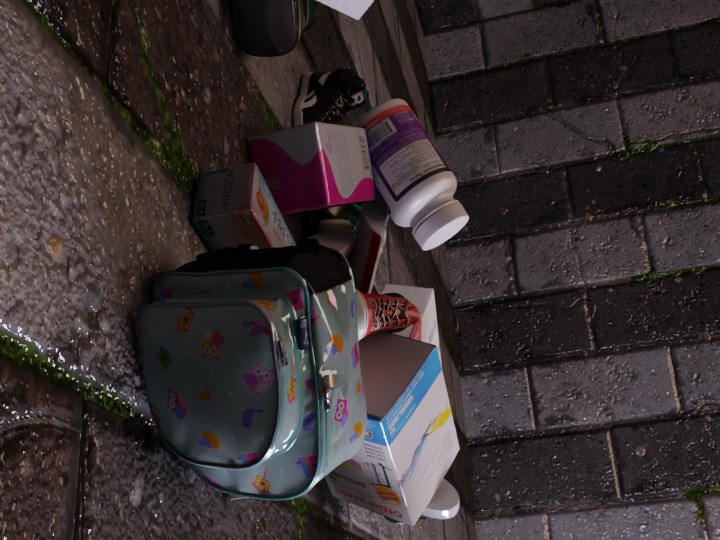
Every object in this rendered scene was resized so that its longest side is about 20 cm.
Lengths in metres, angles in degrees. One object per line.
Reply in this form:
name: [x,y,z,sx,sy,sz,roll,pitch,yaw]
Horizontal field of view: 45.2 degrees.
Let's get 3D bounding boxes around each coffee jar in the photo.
coffee jar: [-0.110,-0.350,1.141,0.201,0.083,0.107,-76,166,-63]

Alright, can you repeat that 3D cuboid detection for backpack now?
backpack: [-0.087,0.092,0.729,0.153,0.172,0.205,-37,119,-58]

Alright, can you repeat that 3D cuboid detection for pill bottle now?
pill bottle: [0.071,-0.136,1.254,0.202,0.110,0.111,59,7,14]

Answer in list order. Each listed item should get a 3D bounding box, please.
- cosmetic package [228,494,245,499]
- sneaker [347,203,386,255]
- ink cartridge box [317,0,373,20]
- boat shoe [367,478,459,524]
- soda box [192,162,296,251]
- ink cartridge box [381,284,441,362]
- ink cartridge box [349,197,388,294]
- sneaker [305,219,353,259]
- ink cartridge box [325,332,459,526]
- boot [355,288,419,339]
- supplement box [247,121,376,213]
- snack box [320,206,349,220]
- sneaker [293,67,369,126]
cosmetic package: [-0.094,0.115,0.875,0.103,0.085,0.205,12,68,-79]
sneaker: [0.001,-0.082,1.392,0.079,0.076,0.205,5,102,-60]
ink cartridge box: [-0.099,-0.413,1.078,0.198,0.044,0.200,13,37,-48]
boat shoe: [0.055,0.325,1.227,0.071,0.196,0.069,-32,122,-49]
soda box: [-0.112,-0.023,0.935,0.202,0.067,0.065,68,17,-51]
ink cartridge box: [0.065,0.146,1.307,0.147,0.083,0.203,-62,149,-46]
ink cartridge box: [0.000,0.000,1.266,0.201,0.056,0.166,-65,170,-60]
sneaker: [-0.043,-0.014,1.286,0.200,0.073,0.091,-64,155,-72]
ink cartridge box: [0.027,0.205,1.155,0.145,0.145,0.203,-48,135,-37]
boot: [0.020,0.051,1.062,0.200,0.141,0.074,175,-85,-75]
supplement box: [-0.058,-0.133,1.144,0.200,0.101,0.104,-19,100,-72]
snack box: [-0.025,-0.140,1.392,0.118,0.037,0.200,-63,163,-5]
sneaker: [-0.041,-0.254,1.350,0.074,0.109,0.203,68,18,-45]
